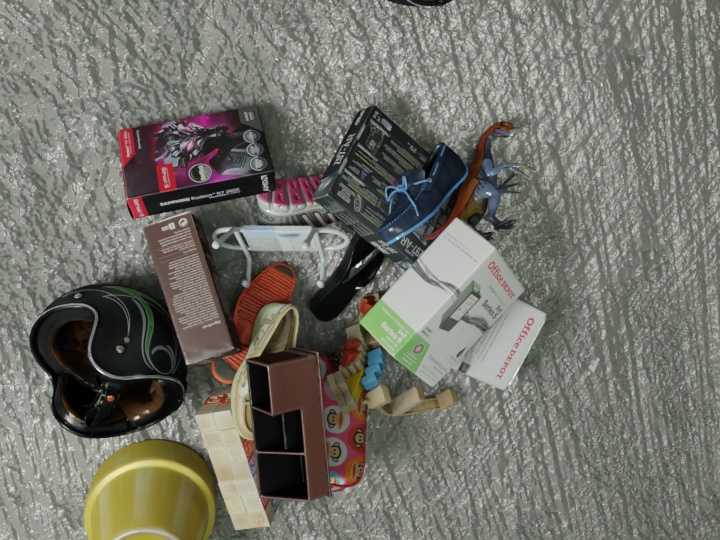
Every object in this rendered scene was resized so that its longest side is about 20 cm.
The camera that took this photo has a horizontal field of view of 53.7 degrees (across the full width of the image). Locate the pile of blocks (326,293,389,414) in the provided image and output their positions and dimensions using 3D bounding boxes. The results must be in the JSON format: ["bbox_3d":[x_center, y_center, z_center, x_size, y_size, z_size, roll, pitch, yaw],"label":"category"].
[{"bbox_3d":[0.009,0.114,1.067,0.062,0.082,0.200,60,42,-52],"label":"pile of blocks"}]

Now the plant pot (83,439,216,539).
[{"bbox_3d":[-0.317,0.387,1.062,0.200,0.189,0.201,-3,105,-10],"label":"plant pot"}]

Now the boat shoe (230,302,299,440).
[{"bbox_3d":[-0.133,0.143,1.012,0.073,0.063,0.201,14,81,-29],"label":"boat shoe"}]

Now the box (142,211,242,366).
[{"bbox_3d":[-0.233,0.029,0.997,0.075,0.100,0.200,-20,82,-6],"label":"box"}]

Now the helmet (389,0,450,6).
[{"bbox_3d":[0.055,-0.452,0.914,0.200,0.191,0.200,-21,140,-19],"label":"helmet"}]

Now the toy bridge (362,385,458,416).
[{"bbox_3d":[0.072,0.210,1.136,0.067,0.027,0.200,-36,149,33],"label":"toy bridge"}]

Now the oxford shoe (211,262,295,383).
[{"bbox_3d":[-0.166,0.078,1.084,0.071,0.073,0.200,33,78,-4],"label":"oxford shoe"}]

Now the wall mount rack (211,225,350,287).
[{"bbox_3d":[-0.117,-0.029,0.979,0.199,0.174,0.075,0,67,5],"label":"wall mount rack"}]

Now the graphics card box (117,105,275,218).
[{"bbox_3d":[-0.225,-0.150,0.977,0.199,0.126,0.051,-11,150,-9],"label":"graphics card box"}]

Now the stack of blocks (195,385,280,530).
[{"bbox_3d":[-0.178,0.278,1.095,0.058,0.115,0.200,-11,107,13],"label":"stack of blocks"}]

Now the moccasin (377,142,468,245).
[{"bbox_3d":[0.075,-0.110,0.993,0.068,0.080,0.200,53,47,-14],"label":"moccasin"}]

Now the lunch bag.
[{"bbox_3d":[-0.079,0.229,1.083,0.176,0.082,0.200,14,65,-16],"label":"lunch bag"}]

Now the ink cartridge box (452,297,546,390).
[{"bbox_3d":[0.172,0.083,1.141,0.200,0.084,0.145,25,98,-16],"label":"ink cartridge box"}]

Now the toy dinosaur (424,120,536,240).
[{"bbox_3d":[0.186,-0.141,1.058,0.199,0.105,0.182,0,68,-24],"label":"toy dinosaur"}]

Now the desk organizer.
[{"bbox_3d":[-0.098,0.211,0.959,0.077,0.072,0.201,-8,96,-35],"label":"desk organizer"}]

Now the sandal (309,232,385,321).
[{"bbox_3d":[0.000,0.001,1.092,0.076,0.043,0.200,21,107,-47],"label":"sandal"}]

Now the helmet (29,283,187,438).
[{"bbox_3d":[-0.344,0.112,0.984,0.200,0.191,0.200,-21,147,-14],"label":"helmet"}]

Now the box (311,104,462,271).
[{"bbox_3d":[0.047,-0.115,1.036,0.200,0.043,0.160,36,68,-27],"label":"box"}]

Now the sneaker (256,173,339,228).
[{"bbox_3d":[-0.067,-0.089,1.053,0.199,0.074,0.088,-6,145,-30],"label":"sneaker"}]

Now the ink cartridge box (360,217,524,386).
[{"bbox_3d":[0.119,0.048,1.001,0.200,0.084,0.145,-47,142,1],"label":"ink cartridge box"}]
